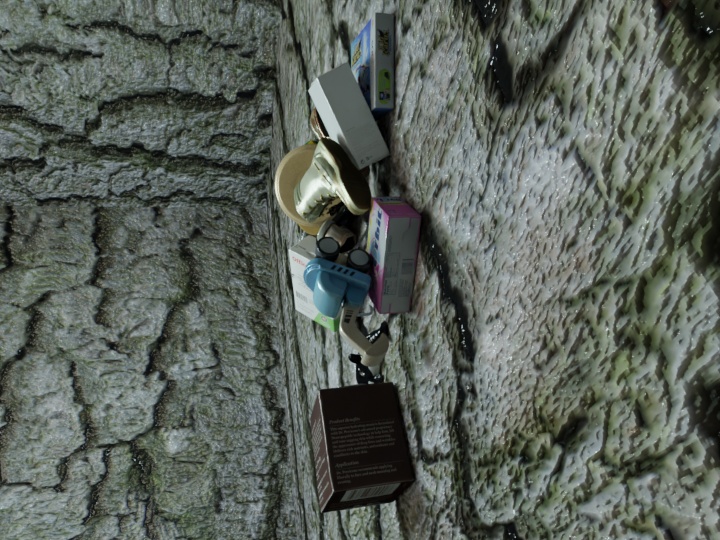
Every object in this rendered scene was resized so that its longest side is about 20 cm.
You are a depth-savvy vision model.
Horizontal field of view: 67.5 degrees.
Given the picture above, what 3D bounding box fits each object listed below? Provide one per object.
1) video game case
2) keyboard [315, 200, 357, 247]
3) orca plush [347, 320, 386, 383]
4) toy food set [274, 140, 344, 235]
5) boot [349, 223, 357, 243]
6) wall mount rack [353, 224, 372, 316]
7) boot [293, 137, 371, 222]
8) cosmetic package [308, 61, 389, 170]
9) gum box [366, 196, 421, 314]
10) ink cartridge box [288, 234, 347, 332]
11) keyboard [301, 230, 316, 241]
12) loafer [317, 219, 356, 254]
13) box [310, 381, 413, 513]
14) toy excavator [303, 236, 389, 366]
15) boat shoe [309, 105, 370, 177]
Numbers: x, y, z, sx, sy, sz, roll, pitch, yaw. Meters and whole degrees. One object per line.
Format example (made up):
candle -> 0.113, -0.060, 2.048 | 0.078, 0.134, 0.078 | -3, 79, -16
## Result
video game case -> 0.022, -0.422, 1.157 | 0.200, 0.044, 0.186 | -164, 74, -74
keyboard -> -0.043, -0.128, 1.234 | 0.200, 0.020, 0.128 | -51, -17, -40
orca plush -> 0.010, 0.199, 1.205 | 0.201, 0.070, 0.107 | 110, 154, -53
toy food set -> -0.109, -0.202, 1.295 | 0.198, 0.200, 0.049 | -44, 3, 15
boot -> -0.054, -0.079, 1.441 | 0.154, 0.076, 0.203 | 18, 135, 45
wall mount rack -> 0.000, 0.000, 1.237 | 0.201, 0.073, 0.176 | 111, 150, -53
boot -> -0.063, -0.151, 1.105 | 0.155, 0.071, 0.202 | -52, 54, 33
cosmetic package -> -0.027, -0.315, 1.133 | 0.203, 0.080, 0.113 | 65, 168, -13
gum box -> 0.056, -0.025, 1.021 | 0.114, 0.065, 0.204 | -123, 35, -62
ink cartridge box -> -0.098, 0.033, 1.364 | 0.144, 0.084, 0.203 | 27, 137, 29
keyboard -> -0.134, -0.080, 1.380 | 0.011, 0.056, 0.204 | 24, 108, 29
loafer -> -0.041, -0.061, 1.200 | 0.073, 0.062, 0.200 | -60, -13, 2
box -> -0.006, 0.360, 1.098 | 0.165, 0.162, 0.203 | 108, 156, -53
toy excavator -> -0.027, 0.063, 1.000 | 0.101, 0.191, 0.202 | 110, 180, -51
boat shoe -> -0.050, -0.292, 1.222 | 0.201, 0.075, 0.072 | 50, 168, 8
